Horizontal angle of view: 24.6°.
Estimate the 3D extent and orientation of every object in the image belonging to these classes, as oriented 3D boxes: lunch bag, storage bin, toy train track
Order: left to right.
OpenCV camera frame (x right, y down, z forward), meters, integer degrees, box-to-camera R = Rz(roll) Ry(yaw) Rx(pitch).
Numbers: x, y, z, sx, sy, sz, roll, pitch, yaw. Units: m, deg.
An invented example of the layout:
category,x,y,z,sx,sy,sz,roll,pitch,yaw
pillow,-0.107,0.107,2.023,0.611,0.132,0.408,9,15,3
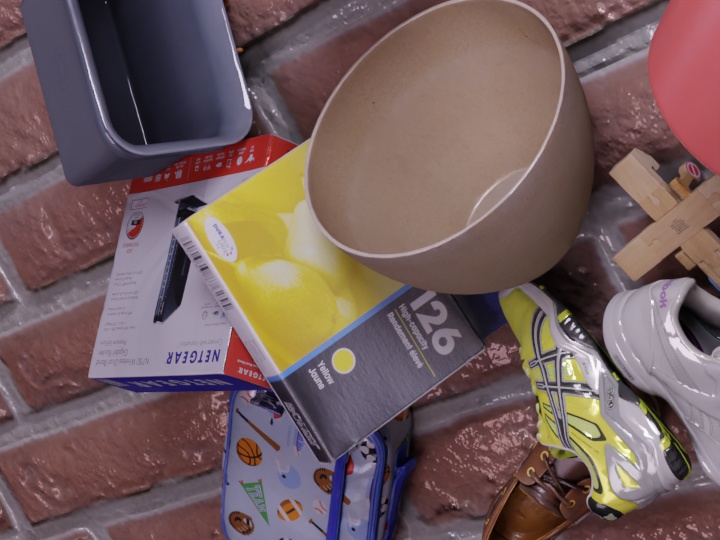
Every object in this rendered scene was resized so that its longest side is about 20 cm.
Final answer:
category,x,y,z,sx,sy,sz,roll,pitch,yaw
storage bin,-0.175,-0.164,1.256,0.134,0.144,0.202,-29,75,54
lunch bag,-0.035,0.168,1.372,0.159,0.075,0.202,22,125,22
toy train track,0.248,-0.007,1.110,0.200,0.033,0.115,46,131,-3

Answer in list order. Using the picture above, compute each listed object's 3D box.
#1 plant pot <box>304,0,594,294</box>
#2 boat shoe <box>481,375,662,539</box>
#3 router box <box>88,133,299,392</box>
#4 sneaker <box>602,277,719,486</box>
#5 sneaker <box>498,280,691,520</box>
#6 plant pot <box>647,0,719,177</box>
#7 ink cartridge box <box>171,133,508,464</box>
category,x,y,z,sx,sy,sz,roll,pitch,yaw
plant pot,0.079,-0.063,1.115,0.198,0.202,0.134,-4,148,36
boat shoe,0.154,0.156,1.234,0.072,0.067,0.201,43,130,9
router box,-0.121,0.000,1.262,0.199,0.049,0.182,-7,68,52
sneaker,0.251,0.084,1.097,0.200,0.075,0.099,42,148,-8
sneaker,0.145,0.084,1.153,0.076,0.075,0.201,-41,52,9
plant pot,0.264,-0.147,0.929,0.200,0.200,0.178,45,141,7
ink cartridge box,0.000,0.000,1.177,0.199,0.199,0.047,57,161,-5
